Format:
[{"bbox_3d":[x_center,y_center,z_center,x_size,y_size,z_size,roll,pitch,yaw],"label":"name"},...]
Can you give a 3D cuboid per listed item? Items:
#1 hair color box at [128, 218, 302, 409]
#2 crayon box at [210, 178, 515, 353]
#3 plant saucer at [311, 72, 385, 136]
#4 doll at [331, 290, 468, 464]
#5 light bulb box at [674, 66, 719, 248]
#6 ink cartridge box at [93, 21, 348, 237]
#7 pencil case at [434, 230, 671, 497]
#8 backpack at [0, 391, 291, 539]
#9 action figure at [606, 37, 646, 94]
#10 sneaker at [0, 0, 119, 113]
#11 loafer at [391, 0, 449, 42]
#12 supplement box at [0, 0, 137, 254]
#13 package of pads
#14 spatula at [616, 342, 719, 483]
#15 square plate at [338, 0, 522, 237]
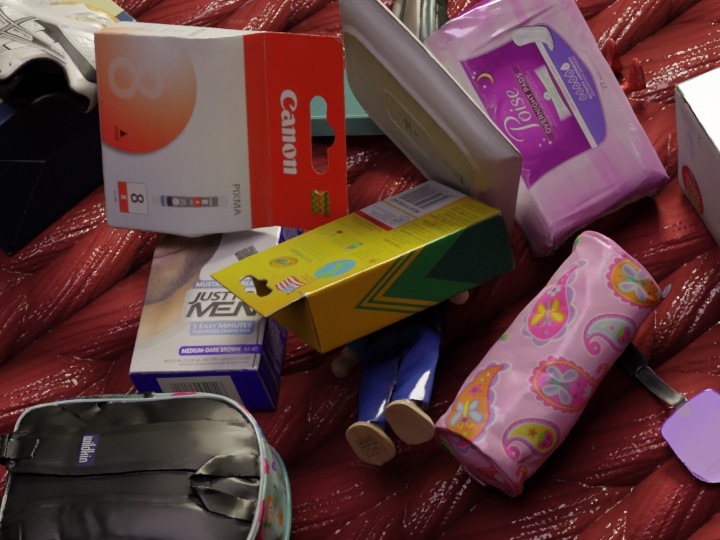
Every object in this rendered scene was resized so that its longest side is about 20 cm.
[{"bbox_3d":[-0.113,0.013,1.496,0.108,0.065,0.202,-3,52,13],"label":"hair color box"},{"bbox_3d":[0.000,0.000,1.390,0.198,0.051,0.127,-23,22,-17],"label":"crayon box"},{"bbox_3d":[0.017,-0.147,1.582,0.198,0.019,0.070,1,53,32],"label":"plant saucer"},{"bbox_3d":[0.031,0.055,1.415,0.136,0.048,0.201,-30,29,33],"label":"doll"},{"bbox_3d":[0.368,-0.073,1.397,0.198,0.125,0.199,-23,52,-4],"label":"light bulb box"},{"bbox_3d":[-0.110,-0.105,1.445,0.198,0.164,0.050,7,21,23],"label":"ink cartridge box"},{"bbox_3d":[0.141,0.068,1.364,0.087,0.088,0.201,29,73,30],"label":"pencil case"},{"bbox_3d":[-0.147,0.181,1.325,0.198,0.151,0.179,-9,55,17],"label":"backpack"},{"bbox_3d":[0.140,-0.127,1.543,0.199,0.052,0.066,-33,45,-7],"label":"action figure"},{"bbox_3d":[-0.290,-0.178,1.503,0.198,0.076,0.088,9,57,19],"label":"sneaker"},{"bbox_3d":[0.046,-0.259,1.653,0.062,0.072,0.202,-8,55,16],"label":"loafer"},{"bbox_3d":[-0.309,-0.164,1.630,0.200,0.135,0.199,-40,55,-17],"label":"supplement box"},{"bbox_3d":[0.146,-0.124,1.469,0.120,0.076,0.201,-28,89,-11],"label":"package of pads"},{"bbox_3d":[0.218,0.082,1.385,0.056,0.021,0.200,-37,50,-7],"label":"spatula"},{"bbox_3d":[0.047,-0.119,1.424,0.028,0.200,0.198,-39,76,-9],"label":"square plate"}]
